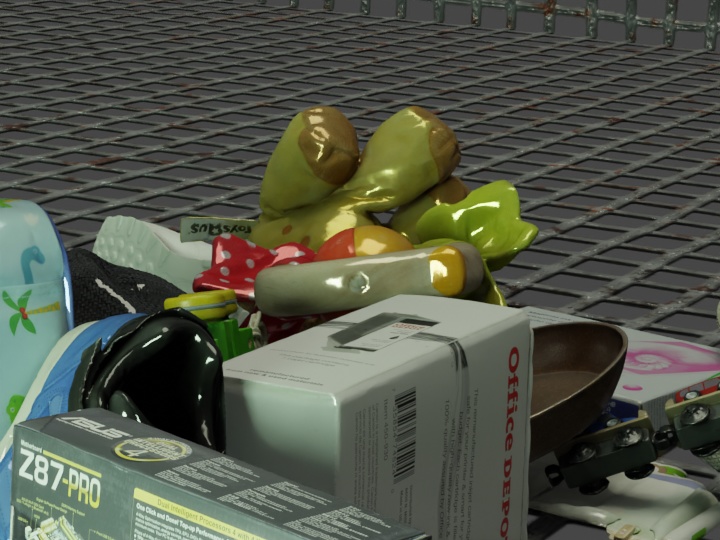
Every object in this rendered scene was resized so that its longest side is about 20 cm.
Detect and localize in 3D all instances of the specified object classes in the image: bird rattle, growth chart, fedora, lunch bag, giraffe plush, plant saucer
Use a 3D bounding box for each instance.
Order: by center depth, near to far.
[{"bbox_3d":[-0.208,0.066,1.139,0.082,0.201,0.161,-7,5,-39],"label":"lunch bag"},{"bbox_3d":[0.000,0.000,1.312,0.199,0.113,0.163,2,-1,6],"label":"bird rattle"},{"bbox_3d":[-0.145,0.047,1.336,0.200,0.092,0.201,28,10,-5],"label":"fedora"},{"bbox_3d":[0.065,0.085,1.348,0.200,0.035,0.200,-20,11,4],"label":"plant saucer"},{"bbox_3d":[0.127,0.125,1.350,0.200,0.018,0.145,12,16,36],"label":"growth chart"},{"bbox_3d":[-0.013,0.002,1.510,0.199,0.173,0.162,-15,34,0],"label":"giraffe plush"}]

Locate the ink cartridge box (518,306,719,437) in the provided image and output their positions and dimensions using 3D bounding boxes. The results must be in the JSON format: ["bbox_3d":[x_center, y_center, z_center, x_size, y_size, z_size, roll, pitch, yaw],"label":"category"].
[{"bbox_3d":[0.163,0.064,1.565,0.196,0.043,0.200,12,18,38],"label":"ink cartridge box"}]

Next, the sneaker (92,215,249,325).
[{"bbox_3d":[-0.120,0.011,1.702,0.080,0.077,0.200,1,17,-46],"label":"sneaker"}]

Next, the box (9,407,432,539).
[{"bbox_3d":[-0.062,0.154,0.891,0.049,0.162,0.200,-11,18,-43],"label":"box"}]

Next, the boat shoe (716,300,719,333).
[{"bbox_3d":[0.304,0.065,1.480,0.075,0.062,0.200,-46,44,-8],"label":"boat shoe"}]

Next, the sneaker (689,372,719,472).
[{"bbox_3d":[0.253,0.108,1.299,0.085,0.078,0.200,-13,25,-41],"label":"sneaker"}]

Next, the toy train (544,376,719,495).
[{"bbox_3d":[0.197,0.079,1.298,0.200,0.034,0.046,-20,29,10],"label":"toy train"}]

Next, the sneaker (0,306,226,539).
[{"bbox_3d":[-0.123,0.104,1.020,0.077,0.200,0.111,36,-27,-22],"label":"sneaker"}]

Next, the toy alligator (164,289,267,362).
[{"bbox_3d":[-0.086,0.041,1.182,0.054,0.059,0.200,-6,1,5],"label":"toy alligator"}]

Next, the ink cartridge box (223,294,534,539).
[{"bbox_3d":[0.004,0.103,1.147,0.083,0.147,0.200,8,14,29],"label":"ink cartridge box"}]
